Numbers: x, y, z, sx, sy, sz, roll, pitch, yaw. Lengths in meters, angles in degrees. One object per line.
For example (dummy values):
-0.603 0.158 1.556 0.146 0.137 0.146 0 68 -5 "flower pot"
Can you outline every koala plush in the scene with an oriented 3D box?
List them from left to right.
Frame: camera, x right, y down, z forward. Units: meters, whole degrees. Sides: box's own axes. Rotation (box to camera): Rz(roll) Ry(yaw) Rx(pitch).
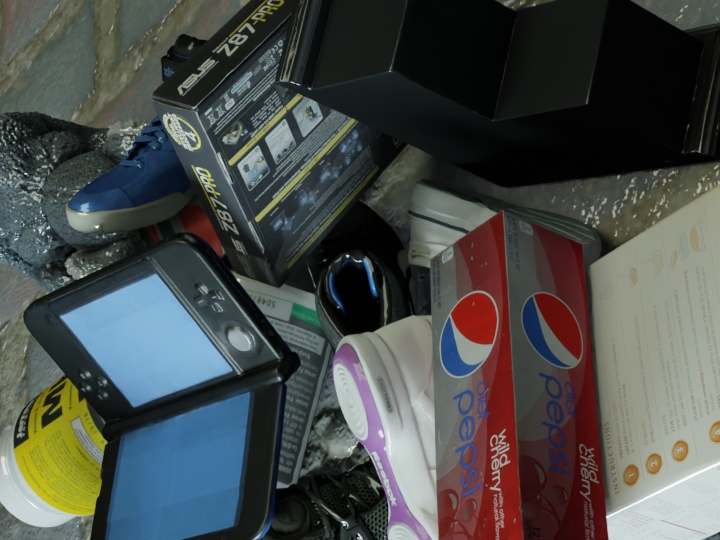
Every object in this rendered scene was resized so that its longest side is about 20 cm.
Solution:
-0.256 -0.061 1.517 0.200 0.184 0.177 14 84 45 "koala plush"

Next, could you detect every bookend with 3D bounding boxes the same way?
0.089 -0.133 1.022 0.199 0.200 0.092 -4 69 55 "bookend"

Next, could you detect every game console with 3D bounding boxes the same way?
-0.146 0.094 1.105 0.200 0.171 0.118 -22 22 42 "game console"

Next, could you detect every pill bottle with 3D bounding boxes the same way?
-0.218 0.136 1.383 0.200 0.114 0.114 -35 46 40 "pill bottle"
-0.092 0.110 1.220 0.113 0.113 0.200 -2 70 54 "pill bottle"

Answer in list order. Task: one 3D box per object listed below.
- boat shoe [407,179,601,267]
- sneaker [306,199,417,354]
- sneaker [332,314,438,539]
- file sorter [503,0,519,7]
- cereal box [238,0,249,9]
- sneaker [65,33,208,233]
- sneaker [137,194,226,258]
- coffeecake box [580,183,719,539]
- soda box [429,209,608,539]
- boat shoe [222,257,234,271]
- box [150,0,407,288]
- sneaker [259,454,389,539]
0.091 -0.010 1.083 0.200 0.074 0.067 -150 68 -66 "boat shoe"
0.000 0.000 1.143 0.073 0.112 0.200 -20 53 1 "sneaker"
0.057 0.121 1.002 0.075 0.100 0.200 1 111 65 "sneaker"
0.055 -0.286 1.213 0.125 0.139 0.200 -35 46 41 "file sorter"
-0.053 -0.190 1.289 0.200 0.039 0.144 164 95 -76 "cereal box"
-0.134 -0.109 1.194 0.077 0.200 0.111 22 132 50 "sneaker"
-0.120 -0.043 1.281 0.093 0.070 0.200 -21 15 -2 "sneaker"
0.160 0.069 0.921 0.200 0.073 0.154 -35 46 40 "coffeecake box"
0.084 0.073 0.903 0.070 0.063 0.200 -34 46 43 "soda box"
-0.069 -0.040 1.318 0.200 0.076 0.072 -28 57 54 "boat shoe"
-0.034 -0.113 1.114 0.049 0.161 0.200 18 56 38 "box"
0.006 0.145 1.063 0.199 0.114 0.076 -57 37 14 "sneaker"
